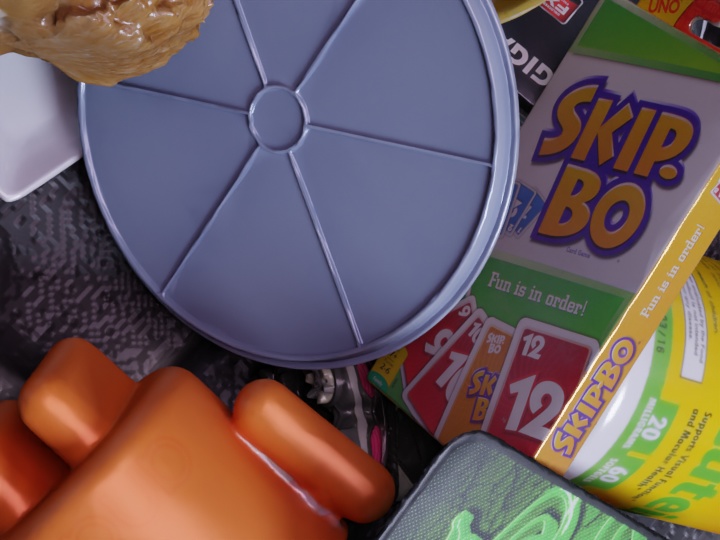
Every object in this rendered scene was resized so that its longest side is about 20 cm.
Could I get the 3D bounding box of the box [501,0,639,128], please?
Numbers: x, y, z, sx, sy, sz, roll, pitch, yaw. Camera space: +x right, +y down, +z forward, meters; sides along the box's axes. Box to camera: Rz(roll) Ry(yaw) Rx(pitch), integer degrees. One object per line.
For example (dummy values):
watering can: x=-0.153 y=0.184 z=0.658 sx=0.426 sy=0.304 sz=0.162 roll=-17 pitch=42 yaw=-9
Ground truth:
box: x=0.049 y=-0.168 z=0.919 sx=0.200 sy=0.046 sz=0.159 roll=40 pitch=72 yaw=5

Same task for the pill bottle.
pill bottle: x=0.144 y=0.052 z=0.915 sx=0.200 sy=0.111 sz=0.112 roll=17 pitch=76 yaw=-36

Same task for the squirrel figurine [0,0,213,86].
squirrel figurine: x=-0.124 y=-0.174 z=0.793 sx=0.199 sy=0.141 sz=0.187 roll=13 pitch=67 yaw=-20

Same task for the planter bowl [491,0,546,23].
planter bowl: x=0.037 y=-0.198 z=0.835 sx=0.083 sy=0.200 sz=0.201 roll=-32 pitch=94 yaw=-52

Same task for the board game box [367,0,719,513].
board game box: x=0.086 y=-0.017 z=0.828 sx=0.030 sy=0.095 sz=0.200 roll=27 pitch=98 yaw=-45

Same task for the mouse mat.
mouse mat: x=0.036 y=0.169 z=0.828 sx=0.161 sy=0.008 sz=0.200 roll=31 pitch=96 yaw=-33

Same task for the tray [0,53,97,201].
tray: x=-0.101 y=-0.123 z=0.920 sx=0.200 sy=0.022 sz=0.108 roll=-36 pitch=94 yaw=-20

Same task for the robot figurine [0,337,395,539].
robot figurine: x=-0.068 y=0.119 z=0.848 sx=0.200 sy=0.117 sz=0.144 roll=44 pitch=66 yaw=-7

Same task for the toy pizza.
toy pizza: x=-0.025 y=-0.061 z=0.849 sx=0.032 sy=0.200 sz=0.201 roll=-20 pitch=89 yaw=-59

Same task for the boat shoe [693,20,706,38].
boat shoe: x=0.116 y=-0.088 z=0.965 sx=0.073 sy=0.068 sz=0.200 roll=31 pitch=74 yaw=-13

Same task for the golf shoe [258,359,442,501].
golf shoe: x=0.000 y=0.000 z=0.920 sx=0.088 sy=0.077 sz=0.201 roll=-5 pitch=90 yaw=-35
